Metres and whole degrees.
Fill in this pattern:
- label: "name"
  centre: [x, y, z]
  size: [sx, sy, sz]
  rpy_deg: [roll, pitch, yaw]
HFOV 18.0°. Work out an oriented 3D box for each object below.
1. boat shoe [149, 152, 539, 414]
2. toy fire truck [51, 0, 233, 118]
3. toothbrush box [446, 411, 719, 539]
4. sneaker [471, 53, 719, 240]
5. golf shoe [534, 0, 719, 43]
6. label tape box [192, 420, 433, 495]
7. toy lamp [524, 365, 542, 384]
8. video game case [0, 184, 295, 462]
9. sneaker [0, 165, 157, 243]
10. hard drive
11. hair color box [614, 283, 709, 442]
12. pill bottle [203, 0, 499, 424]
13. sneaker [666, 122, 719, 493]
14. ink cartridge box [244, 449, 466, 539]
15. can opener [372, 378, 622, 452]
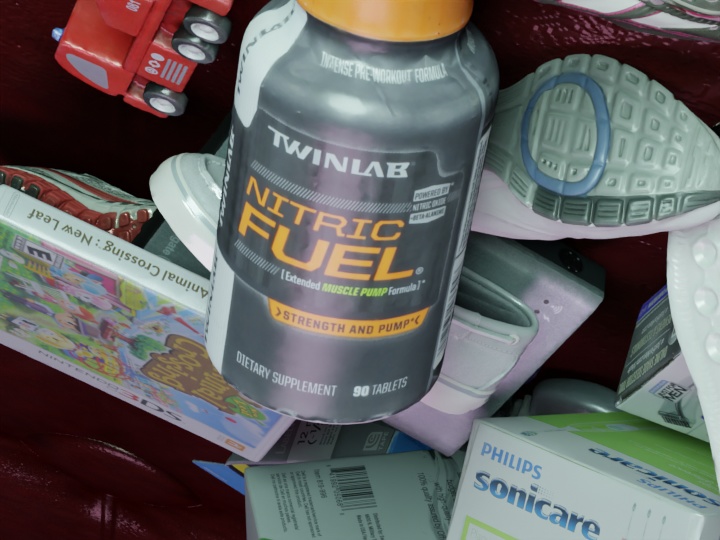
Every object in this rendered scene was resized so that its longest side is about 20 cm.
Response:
- label: "boat shoe"
  centre: [-0.003, -0.005, 1.054]
  size: [0.200, 0.072, 0.069]
  rpy_deg: [35, 115, -17]
- label: "toy fire truck"
  centre: [-0.116, -0.138, 0.955]
  size: [0.141, 0.049, 0.200]
  rpy_deg: [23, 159, -9]
- label: "toothbrush box"
  centre: [0.163, 0.134, 1.176]
  size: [0.145, 0.086, 0.200]
  rpy_deg: [21, -169, 39]
- label: "sneaker"
  centre: [0.086, -0.047, 0.992]
  size: [0.200, 0.075, 0.087]
  rpy_deg: [11, 167, 47]
- label: "golf shoe"
  centre: [0.075, -0.118, 0.810]
  size: [0.199, 0.077, 0.088]
  rpy_deg: [17, 166, 7]
- label: "label tape box"
  centre: [0.008, 0.130, 1.479]
  size: [0.143, 0.066, 0.200]
  rpy_deg: [36, 155, -33]
- label: "toy lamp"
  centre: [0.004, 0.000, 1.181]
  size: [0.199, 0.058, 0.058]
  rpy_deg: [22, 159, -10]
- label: "video game case"
  centre: [-0.112, 0.033, 1.158]
  size: [0.182, 0.022, 0.200]
  rpy_deg: [25, 159, -5]
- label: "sneaker"
  centre: [-0.127, -0.015, 1.240]
  size: [0.199, 0.078, 0.082]
  rpy_deg: [23, -165, 6]
- label: "hard drive"
  centre: [0.000, 0.000, 1.122]
  size: [0.200, 0.033, 0.140]
  rpy_deg: [29, 129, -15]
- label: "hair color box"
  centre: [0.238, 0.062, 1.117]
  size: [0.199, 0.065, 0.109]
  rpy_deg: [19, 160, -6]
- label: "pill bottle"
  centre: [-0.003, -0.045, 0.926]
  size: [0.106, 0.106, 0.201]
  rpy_deg: [16, 125, 9]
- label: "sneaker"
  centre: [0.214, 0.022, 1.003]
  size: [0.146, 0.201, 0.080]
  rpy_deg: [-16, -170, -43]
- label: "ink cartridge box"
  centre: [0.040, 0.176, 1.314]
  size: [0.199, 0.147, 0.083]
  rpy_deg: [-5, 122, -8]
- label: "can opener"
  centre: [0.073, 0.075, 1.328]
  size: [0.199, 0.053, 0.067]
  rpy_deg: [13, 124, 11]
